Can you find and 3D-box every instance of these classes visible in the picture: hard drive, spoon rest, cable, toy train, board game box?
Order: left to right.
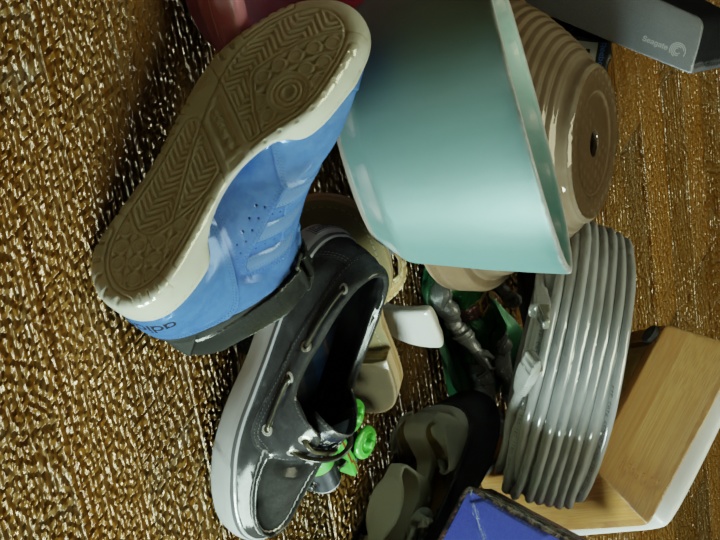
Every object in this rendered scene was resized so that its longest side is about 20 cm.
[{"bbox_3d":[-0.037,0.068,1.274,0.056,0.042,0.200,-57,145,-29],"label":"toy train"},{"bbox_3d":[0.033,-0.039,1.399,0.100,0.060,0.201,69,22,-48],"label":"spoon rest"},{"bbox_3d":[0.085,0.236,1.399,0.160,0.097,0.200,-62,170,-3],"label":"board game box"},{"bbox_3d":[0.142,0.062,1.430,0.200,0.069,0.201,-74,174,-48],"label":"cable"},{"bbox_3d":[0.161,-0.193,1.452,0.135,0.199,0.042,-18,131,-65],"label":"hard drive"}]

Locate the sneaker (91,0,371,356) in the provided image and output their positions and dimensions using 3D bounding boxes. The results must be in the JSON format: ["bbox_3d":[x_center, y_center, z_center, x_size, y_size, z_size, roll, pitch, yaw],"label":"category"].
[{"bbox_3d":[-0.052,-0.044,1.116,0.200,0.077,0.111,-56,149,-7],"label":"sneaker"}]

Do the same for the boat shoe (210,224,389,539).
[{"bbox_3d":[-0.028,0.075,1.201,0.070,0.066,0.201,1,114,-47],"label":"boat shoe"}]

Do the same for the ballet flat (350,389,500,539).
[{"bbox_3d":[0.042,0.144,1.434,0.200,0.073,0.073,-61,147,-36],"label":"ballet flat"}]

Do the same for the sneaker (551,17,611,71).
[{"bbox_3d":[0.116,-0.161,1.470,0.200,0.111,0.073,8,88,-66],"label":"sneaker"}]

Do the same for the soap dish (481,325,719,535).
[{"bbox_3d":[0.184,0.122,1.591,0.081,0.200,0.158,39,67,-17],"label":"soap dish"}]

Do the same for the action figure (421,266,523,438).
[{"bbox_3d":[0.084,0.039,1.524,0.118,0.054,0.200,-62,144,-34],"label":"action figure"}]

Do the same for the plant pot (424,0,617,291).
[{"bbox_3d":[0.107,-0.084,1.338,0.201,0.092,0.202,5,90,-66],"label":"plant pot"}]

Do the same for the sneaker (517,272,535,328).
[{"bbox_3d":[0.145,-0.039,1.632,0.091,0.076,0.201,9,83,-54],"label":"sneaker"}]

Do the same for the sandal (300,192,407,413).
[{"bbox_3d":[-0.006,-0.001,1.293,0.212,0.077,0.070,79,23,-50],"label":"sandal"}]

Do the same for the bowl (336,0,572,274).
[{"bbox_3d":[0.045,-0.084,1.173,0.201,0.105,0.202,-14,90,-81],"label":"bowl"}]

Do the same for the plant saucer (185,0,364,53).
[{"bbox_3d":[-0.047,-0.195,1.173,0.200,0.051,0.202,5,90,-66],"label":"plant saucer"}]
